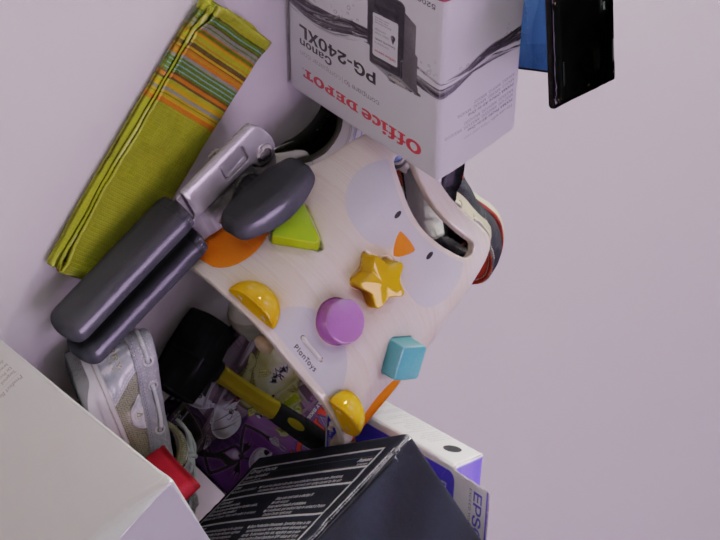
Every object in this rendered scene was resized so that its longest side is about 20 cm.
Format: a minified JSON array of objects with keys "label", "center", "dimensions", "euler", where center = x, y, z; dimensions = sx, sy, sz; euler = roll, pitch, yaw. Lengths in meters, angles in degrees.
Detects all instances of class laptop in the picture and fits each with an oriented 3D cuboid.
[{"label":"laptop","center":[0.105,-0.215,1.209],"dimensions":[0.200,0.115,0.189],"euler":[-31,120,-62]}]

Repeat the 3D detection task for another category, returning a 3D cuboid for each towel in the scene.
[{"label":"towel","center":[-0.129,-0.079,1.196],"dimensions":[0.201,0.018,0.086],"euler":[-59,152,4]}]

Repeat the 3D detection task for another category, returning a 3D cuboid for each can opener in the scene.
[{"label":"can opener","center":[-0.118,-0.018,1.204],"dimensions":[0.200,0.066,0.053],"euler":[-44,140,-15]}]

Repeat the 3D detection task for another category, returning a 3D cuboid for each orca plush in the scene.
[{"label":"orca plush","center":[0.073,-0.102,1.357],"dimensions":[0.071,0.202,0.105],"euler":[0,163,-32]}]

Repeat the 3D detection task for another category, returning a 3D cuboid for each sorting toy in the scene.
[{"label":"sorting toy","center":[0.000,0.000,1.275],"dimensions":[0.180,0.107,0.200],"euler":[-45,110,-14]}]

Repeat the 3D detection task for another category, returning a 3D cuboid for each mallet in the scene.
[{"label":"mallet","center":[-0.076,0.109,1.370],"dimensions":[0.200,0.041,0.066],"euler":[46,75,-31]}]

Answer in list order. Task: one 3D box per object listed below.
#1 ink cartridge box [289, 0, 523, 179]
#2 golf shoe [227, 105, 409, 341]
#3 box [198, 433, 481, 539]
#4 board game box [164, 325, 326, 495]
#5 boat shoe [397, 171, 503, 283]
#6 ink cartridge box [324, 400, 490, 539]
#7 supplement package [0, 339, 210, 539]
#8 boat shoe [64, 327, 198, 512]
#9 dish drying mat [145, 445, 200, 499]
[{"label":"ink cartridge box","center":[0.028,-0.180,1.203],"dimensions":[0.083,0.145,0.201],"euler":[-37,147,-30]},{"label":"golf shoe","center":[-0.050,-0.049,1.326],"dimensions":[0.097,0.078,0.201],"euler":[36,85,-42]},{"label":"box","center":[-0.048,0.225,1.243],"dimensions":[0.198,0.124,0.199],"euler":[-44,-164,-32]},{"label":"board game box","center":[-0.056,0.080,1.411],"dimensions":[0.200,0.032,0.120],"euler":[-50,121,-14]},{"label":"boat shoe","center":[0.071,-0.037,1.482],"dimensions":[0.200,0.071,0.063],"euler":[62,25,-57]},{"label":"ink cartridge box","center":[0.041,0.211,1.342],"dimensions":[0.043,0.200,0.200],"euler":[-10,113,-33]},{"label":"supplement package","center":[-0.224,0.171,1.110],"dimensions":[0.191,0.199,0.147],"euler":[-47,152,-16]},{"label":"boat shoe","center":[-0.148,0.116,1.293],"dimensions":[0.064,0.075,0.203],"euler":[-25,136,-4]},{"label":"dish drying mat","center":[-0.196,0.192,1.209],"dimensions":[0.200,0.077,0.018],"euler":[-37,115,-11]}]
